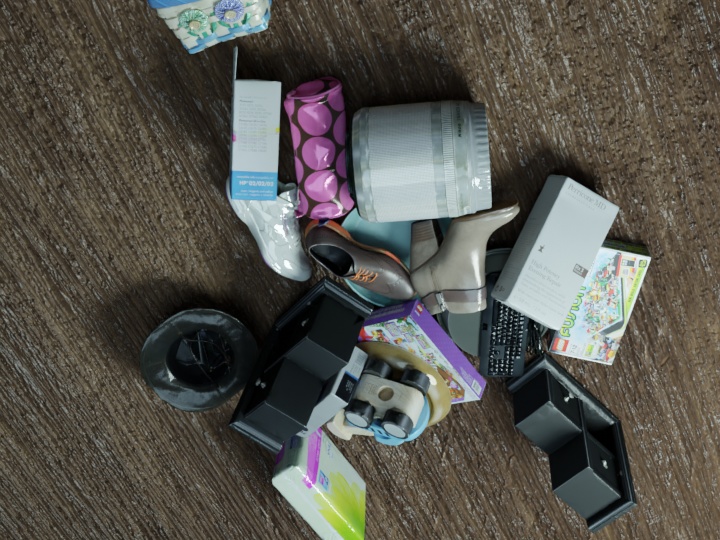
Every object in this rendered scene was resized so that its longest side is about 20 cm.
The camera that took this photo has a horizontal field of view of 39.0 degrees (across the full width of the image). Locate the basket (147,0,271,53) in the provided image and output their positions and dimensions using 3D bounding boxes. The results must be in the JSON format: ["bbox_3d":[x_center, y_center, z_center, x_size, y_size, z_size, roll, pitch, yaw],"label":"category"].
[{"bbox_3d":[-0.201,-0.399,1.319,0.173,0.140,0.202,-15,128,13],"label":"basket"}]

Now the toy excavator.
[{"bbox_3d":[0.023,0.234,1.633,0.191,0.101,0.202,14,147,21],"label":"toy excavator"}]

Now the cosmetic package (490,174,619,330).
[{"bbox_3d":[0.283,-0.027,1.483,0.100,0.074,0.203,26,90,-15],"label":"cosmetic package"}]

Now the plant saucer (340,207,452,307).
[{"bbox_3d":[0.060,-0.035,1.568,0.195,0.036,0.204,2,120,4],"label":"plant saucer"}]

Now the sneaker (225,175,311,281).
[{"bbox_3d":[-0.120,-0.071,1.538,0.098,0.075,0.202,-25,115,18],"label":"sneaker"}]

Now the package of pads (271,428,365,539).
[{"bbox_3d":[-0.068,0.361,1.736,0.067,0.155,0.201,-30,113,17],"label":"package of pads"}]

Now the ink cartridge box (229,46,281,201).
[{"bbox_3d":[-0.147,-0.205,1.417,0.066,0.115,0.205,1,101,-9],"label":"ink cartridge box"}]

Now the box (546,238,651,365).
[{"bbox_3d":[0.370,0.047,1.591,0.108,0.035,0.203,10,120,-1],"label":"box"}]

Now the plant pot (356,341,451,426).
[{"bbox_3d":[0.052,0.195,1.659,0.196,0.028,0.202,17,139,15],"label":"plant pot"}]

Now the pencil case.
[{"bbox_3d":[-0.061,-0.173,1.468,0.092,0.091,0.204,-7,117,-2],"label":"pencil case"}]

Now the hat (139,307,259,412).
[{"bbox_3d":[-0.262,0.128,1.663,0.196,0.081,0.204,-3,120,-4],"label":"hat"}]

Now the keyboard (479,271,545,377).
[{"bbox_3d":[0.239,0.091,1.566,0.102,0.040,0.203,-4,126,-4],"label":"keyboard"}]

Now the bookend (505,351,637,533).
[{"bbox_3d":[0.333,0.272,1.628,0.199,0.200,0.092,41,117,-17],"label":"bookend"}]

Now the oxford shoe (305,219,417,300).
[{"bbox_3d":[0.000,0.000,1.529,0.197,0.073,0.072,28,118,-13],"label":"oxford shoe"}]

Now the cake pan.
[{"bbox_3d":[0.217,0.059,1.588,0.196,0.037,0.203,-4,125,-6],"label":"cake pan"}]

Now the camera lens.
[{"bbox_3d":[0.081,-0.153,1.427,0.195,0.161,0.163,-4,120,6],"label":"camera lens"}]

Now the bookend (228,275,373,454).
[{"bbox_3d":[-0.091,0.146,1.542,0.091,0.202,0.198,31,146,-14],"label":"bookend"}]

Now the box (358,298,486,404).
[{"bbox_3d":[0.092,0.137,1.626,0.135,0.039,0.201,-15,124,42],"label":"box"}]

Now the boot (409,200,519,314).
[{"bbox_3d":[0.158,-0.013,1.489,0.197,0.070,0.149,-10,101,36],"label":"boot"}]

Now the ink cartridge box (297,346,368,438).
[{"bbox_3d":[-0.061,0.203,1.637,0.039,0.100,0.200,33,142,-12],"label":"ink cartridge box"}]
